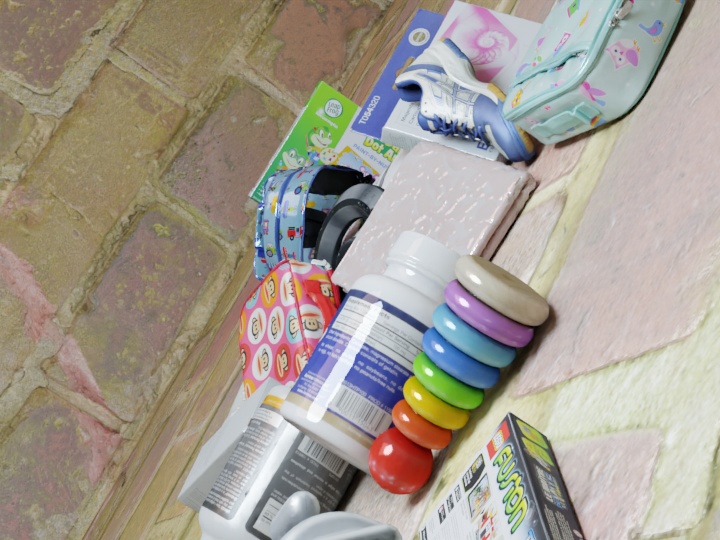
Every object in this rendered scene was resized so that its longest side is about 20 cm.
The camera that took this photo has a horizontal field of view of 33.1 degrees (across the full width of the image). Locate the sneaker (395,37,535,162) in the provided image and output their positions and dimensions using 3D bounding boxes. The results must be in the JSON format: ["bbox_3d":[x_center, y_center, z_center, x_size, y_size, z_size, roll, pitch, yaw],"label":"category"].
[{"bbox_3d":[0.111,-0.166,1.313,0.088,0.076,0.200,-36,48,-2],"label":"sneaker"}]

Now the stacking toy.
[{"bbox_3d":[0.067,0.092,0.972,0.202,0.085,0.085,-60,9,11],"label":"stacking toy"}]

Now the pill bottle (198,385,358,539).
[{"bbox_3d":[-0.085,0.223,1.168,0.201,0.116,0.116,-59,10,-14],"label":"pill bottle"}]

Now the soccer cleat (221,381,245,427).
[{"bbox_3d":[-0.142,0.189,1.667,0.086,0.069,0.202,91,-159,-78],"label":"soccer cleat"}]

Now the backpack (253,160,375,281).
[{"bbox_3d":[-0.072,-0.053,1.593,0.200,0.133,0.186,-3,-82,-70],"label":"backpack"}]

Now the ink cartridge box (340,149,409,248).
[{"bbox_3d":[0.061,-0.081,1.489,0.200,0.084,0.147,-47,14,42],"label":"ink cartridge box"}]

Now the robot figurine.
[{"bbox_3d":[-0.025,0.238,0.819,0.200,0.111,0.172,123,137,-53],"label":"robot figurine"}]

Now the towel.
[{"bbox_3d":[0.073,-0.038,1.264,0.192,0.032,0.199,-58,35,-4],"label":"towel"}]

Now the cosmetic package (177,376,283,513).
[{"bbox_3d":[-0.109,0.214,1.333,0.200,0.112,0.082,-44,16,46],"label":"cosmetic package"}]

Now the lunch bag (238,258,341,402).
[{"bbox_3d":[-0.071,0.091,1.400,0.176,0.081,0.202,-48,44,46],"label":"lunch bag"}]

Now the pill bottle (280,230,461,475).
[{"bbox_3d":[0.025,0.073,1.090,0.201,0.119,0.120,-59,10,-11],"label":"pill bottle"}]

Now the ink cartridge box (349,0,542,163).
[{"bbox_3d":[0.110,-0.220,1.405,0.198,0.198,0.043,-62,-23,-21],"label":"ink cartridge box"}]

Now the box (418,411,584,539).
[{"bbox_3d":[0.084,0.176,0.737,0.111,0.034,0.200,-55,10,14],"label":"box"}]

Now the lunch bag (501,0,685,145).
[{"bbox_3d":[0.215,-0.203,1.144,0.162,0.077,0.200,-60,10,-14],"label":"lunch bag"}]

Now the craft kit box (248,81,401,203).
[{"bbox_3d":[-0.029,-0.136,1.762,0.199,0.199,0.048,-58,10,-3],"label":"craft kit box"}]

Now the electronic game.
[{"bbox_3d":[0.000,0.000,1.417,0.199,0.041,0.203,-10,79,58],"label":"electronic game"}]
